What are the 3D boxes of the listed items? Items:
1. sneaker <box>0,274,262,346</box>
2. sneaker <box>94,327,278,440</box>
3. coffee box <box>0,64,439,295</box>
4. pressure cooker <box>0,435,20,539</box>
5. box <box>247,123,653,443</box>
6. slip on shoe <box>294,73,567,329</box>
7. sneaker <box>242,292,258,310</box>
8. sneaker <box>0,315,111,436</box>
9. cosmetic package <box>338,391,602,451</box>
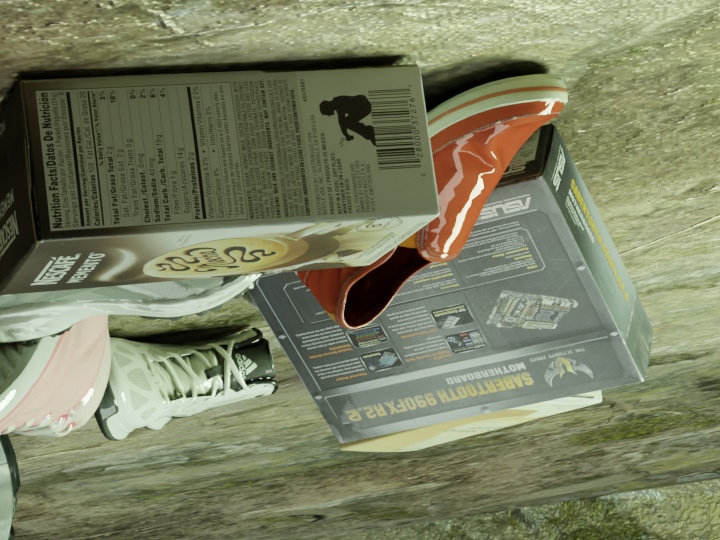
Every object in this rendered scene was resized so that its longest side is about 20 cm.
[{"bbox_3d":[-0.128,-0.018,1.361,0.199,0.074,0.080,-14,141,-10],"label":"sneaker"},{"bbox_3d":[-0.125,0.067,1.812,0.115,0.076,0.200,-19,175,10],"label":"sneaker"},{"bbox_3d":[-0.076,-0.044,1.238,0.199,0.080,0.113,-4,169,-19],"label":"coffee box"},{"bbox_3d":[-0.353,0.158,1.752,0.175,0.180,0.200,24,-163,26],"label":"pressure cooker"},{"bbox_3d":[0.046,0.011,1.452,0.199,0.048,0.159,-14,127,24],"label":"box"},{"bbox_3d":[0.040,-0.037,1.330,0.074,0.061,0.200,-5,152,-49],"label":"slip on shoe"},{"bbox_3d":[0.000,0.000,1.527,0.099,0.078,0.199,7,160,-39],"label":"sneaker"},{"bbox_3d":[-0.197,0.070,1.413,0.075,0.105,0.200,14,-139,22],"label":"sneaker"},{"bbox_3d":[0.081,0.090,2.025,0.199,0.072,0.105,-19,165,42],"label":"cosmetic package"}]
